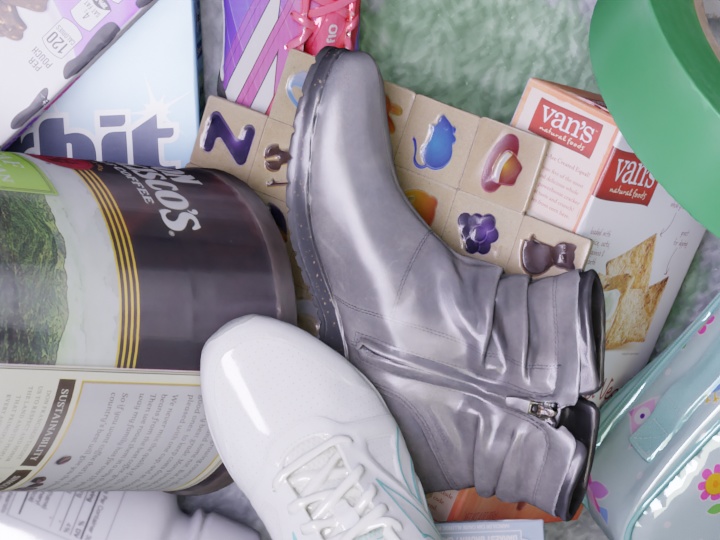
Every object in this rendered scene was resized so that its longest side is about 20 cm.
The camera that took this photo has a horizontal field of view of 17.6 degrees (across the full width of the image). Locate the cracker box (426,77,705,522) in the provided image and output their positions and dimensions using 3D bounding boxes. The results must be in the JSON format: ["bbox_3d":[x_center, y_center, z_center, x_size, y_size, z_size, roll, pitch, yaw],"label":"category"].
[{"bbox_3d":[0.090,0.019,1.074,0.057,0.134,0.201,28,102,29],"label":"cracker box"}]

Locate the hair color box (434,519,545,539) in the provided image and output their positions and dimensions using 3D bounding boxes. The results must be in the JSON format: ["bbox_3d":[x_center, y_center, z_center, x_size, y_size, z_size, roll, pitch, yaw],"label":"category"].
[{"bbox_3d":[0.033,0.162,1.071,0.098,0.200,0.061,-2,74,0],"label":"hair color box"}]

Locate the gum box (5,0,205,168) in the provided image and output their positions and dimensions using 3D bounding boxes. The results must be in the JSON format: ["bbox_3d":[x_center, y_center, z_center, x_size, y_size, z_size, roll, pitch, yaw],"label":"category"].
[{"bbox_3d":[-0.158,-0.062,1.107,0.168,0.045,0.202,-2,102,1],"label":"gum box"}]

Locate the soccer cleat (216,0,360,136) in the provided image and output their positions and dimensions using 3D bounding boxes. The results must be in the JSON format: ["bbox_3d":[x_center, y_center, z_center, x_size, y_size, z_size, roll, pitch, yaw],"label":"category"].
[{"bbox_3d":[-0.027,-0.111,1.074,0.068,0.073,0.202,-17,101,-39],"label":"soccer cleat"}]

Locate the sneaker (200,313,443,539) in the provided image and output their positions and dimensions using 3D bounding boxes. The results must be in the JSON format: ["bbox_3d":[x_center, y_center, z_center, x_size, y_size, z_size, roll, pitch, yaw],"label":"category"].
[{"bbox_3d":[0.001,0.104,0.931,0.070,0.080,0.201,-32,87,-3],"label":"sneaker"}]

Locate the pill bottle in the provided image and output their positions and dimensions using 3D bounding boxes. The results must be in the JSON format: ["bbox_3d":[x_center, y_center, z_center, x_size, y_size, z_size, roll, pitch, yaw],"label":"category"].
[{"bbox_3d":[-0.156,0.132,1.110,0.199,0.113,0.114,23,100,-4],"label":"pill bottle"}]

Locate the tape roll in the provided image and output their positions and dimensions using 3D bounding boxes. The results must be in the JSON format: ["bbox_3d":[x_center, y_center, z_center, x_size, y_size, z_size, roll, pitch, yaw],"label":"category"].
[{"bbox_3d":[0.196,-0.077,1.026,0.200,0.201,0.048,31,130,-6],"label":"tape roll"}]

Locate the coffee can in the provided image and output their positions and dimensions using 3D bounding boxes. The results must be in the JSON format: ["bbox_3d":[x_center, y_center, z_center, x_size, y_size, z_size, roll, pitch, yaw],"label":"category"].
[{"bbox_3d":[-0.148,0.022,0.980,0.199,0.146,0.147,4,105,-41],"label":"coffee can"}]

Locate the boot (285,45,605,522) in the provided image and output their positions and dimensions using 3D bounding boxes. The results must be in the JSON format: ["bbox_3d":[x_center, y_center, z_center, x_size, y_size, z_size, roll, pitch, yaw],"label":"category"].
[{"bbox_3d":[0.042,0.003,0.984,0.131,0.070,0.202,0,101,22],"label":"boot"}]

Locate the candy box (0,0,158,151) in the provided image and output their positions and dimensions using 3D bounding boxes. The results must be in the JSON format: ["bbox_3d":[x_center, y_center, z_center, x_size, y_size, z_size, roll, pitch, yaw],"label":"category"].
[{"bbox_3d":[-0.197,-0.134,1.034,0.200,0.072,0.168,-43,98,7],"label":"candy box"}]

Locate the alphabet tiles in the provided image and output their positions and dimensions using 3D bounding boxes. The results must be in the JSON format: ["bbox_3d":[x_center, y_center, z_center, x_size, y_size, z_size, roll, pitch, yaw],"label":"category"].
[{"bbox_3d":[0.000,0.000,1.037,0.199,0.006,0.168,22,99,24],"label":"alphabet tiles"}]

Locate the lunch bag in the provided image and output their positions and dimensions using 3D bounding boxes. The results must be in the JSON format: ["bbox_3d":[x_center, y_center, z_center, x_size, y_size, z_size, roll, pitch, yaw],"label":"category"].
[{"bbox_3d":[0.205,0.072,1.091,0.160,0.077,0.200,37,99,-32],"label":"lunch bag"}]
